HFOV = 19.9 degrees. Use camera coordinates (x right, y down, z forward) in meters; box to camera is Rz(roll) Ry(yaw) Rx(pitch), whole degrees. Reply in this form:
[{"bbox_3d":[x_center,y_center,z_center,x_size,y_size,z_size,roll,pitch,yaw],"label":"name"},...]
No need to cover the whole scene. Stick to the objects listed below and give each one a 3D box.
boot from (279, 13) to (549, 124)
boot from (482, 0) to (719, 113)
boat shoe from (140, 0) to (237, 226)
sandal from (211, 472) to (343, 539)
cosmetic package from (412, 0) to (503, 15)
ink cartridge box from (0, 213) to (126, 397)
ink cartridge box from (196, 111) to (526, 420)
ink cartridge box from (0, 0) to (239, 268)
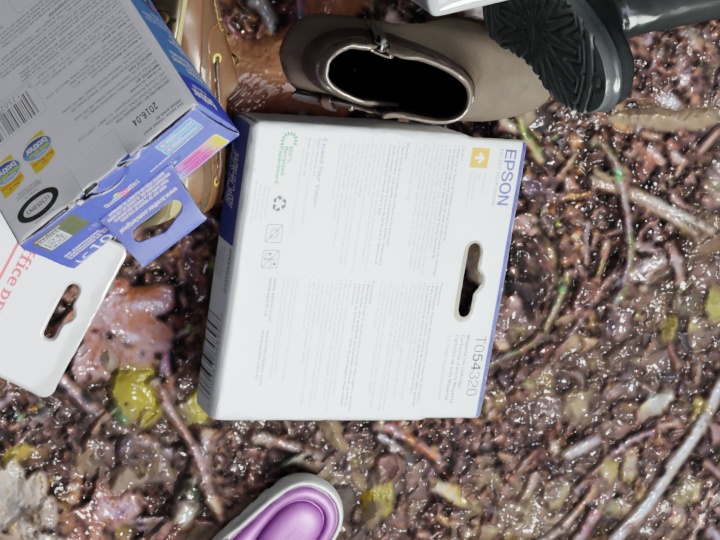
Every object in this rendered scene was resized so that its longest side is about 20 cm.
[{"bbox_3d":[0.044,-0.118,1.272,0.198,0.146,0.071,5,102,-14],"label":"boot"},{"bbox_3d":[0.197,-0.162,1.275,0.198,0.165,0.066,-10,123,-19],"label":"boot"},{"bbox_3d":[-0.114,-0.130,1.284,0.067,0.072,0.202,-6,102,-45],"label":"boat shoe"},{"bbox_3d":[-0.087,0.224,1.390,0.082,0.050,0.203,32,97,-18],"label":"sandal"},{"bbox_3d":[0.103,-0.265,1.233,0.198,0.167,0.168,-14,109,-9],"label":"cosmetic package"},{"bbox_3d":[-0.258,-0.017,1.277,0.199,0.067,0.116,28,97,-18],"label":"ink cartridge box"},{"bbox_3d":[0.000,0.000,1.345,0.198,0.043,0.198,2,106,-28],"label":"ink cartridge box"},{"bbox_3d":[-0.167,-0.099,1.208,0.136,0.076,0.201,-37,70,9],"label":"ink cartridge box"}]
